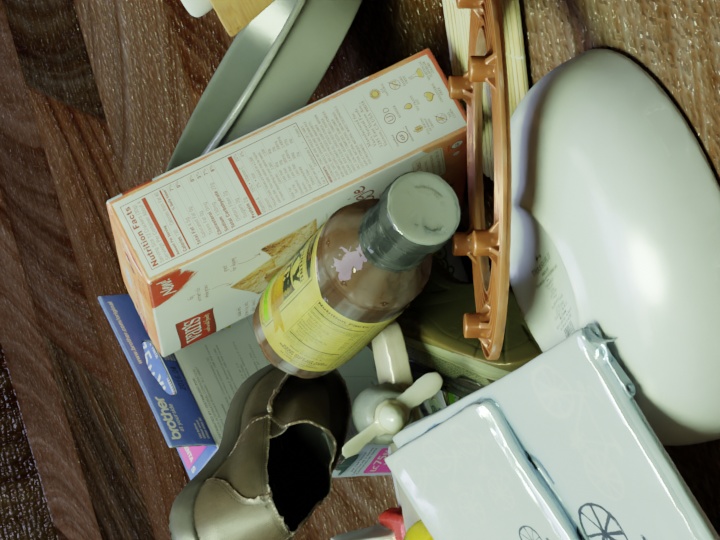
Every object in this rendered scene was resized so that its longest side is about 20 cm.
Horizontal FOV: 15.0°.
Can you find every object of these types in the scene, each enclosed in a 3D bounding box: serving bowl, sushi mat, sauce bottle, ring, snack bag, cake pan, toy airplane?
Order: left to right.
[{"bbox_3d":[-0.052,-0.119,1.606,0.037,0.201,0.200,30,168,-10],"label":"cake pan"},{"bbox_3d":[0.000,0.000,1.447,0.065,0.064,0.200,68,153,12],"label":"sauce bottle"},{"bbox_3d":[0.037,0.156,1.522,0.200,0.141,0.200,51,141,30],"label":"toy airplane"},{"bbox_3d":[0.058,-0.055,1.376,0.200,0.019,0.202,179,90,-87],"label":"ring"},{"bbox_3d":[0.064,-0.133,1.460,0.096,0.012,0.201,-131,27,-55],"label":"sushi mat"},{"bbox_3d":[0.108,0.138,1.351,0.189,0.021,0.200,59,145,2],"label":"snack bag"},{"bbox_3d":[0.117,-0.003,1.336,0.200,0.066,0.201,160,90,-74],"label":"serving bowl"}]

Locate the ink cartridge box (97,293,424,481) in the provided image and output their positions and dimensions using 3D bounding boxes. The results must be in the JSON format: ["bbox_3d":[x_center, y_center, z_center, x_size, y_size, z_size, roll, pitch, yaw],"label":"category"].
[{"bbox_3d":[-0.060,0.068,1.630,0.042,0.199,0.120,-52,52,34],"label":"ink cartridge box"}]

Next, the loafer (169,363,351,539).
[{"bbox_3d":[-0.037,0.108,1.504,0.073,0.071,0.200,60,-153,-19],"label":"loafer"}]

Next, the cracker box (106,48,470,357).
[{"bbox_3d":[-0.038,-0.035,1.529,0.058,0.199,0.134,62,171,17],"label":"cracker box"}]

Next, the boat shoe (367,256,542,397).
[{"bbox_3d":[0.039,0.036,1.574,0.200,0.072,0.066,21,138,43],"label":"boat shoe"}]

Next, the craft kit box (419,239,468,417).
[{"bbox_3d":[0.025,0.032,1.723,0.200,0.048,0.199,172,82,-74],"label":"craft kit box"}]

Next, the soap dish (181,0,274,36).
[{"bbox_3d":[-0.089,-0.259,1.548,0.158,0.081,0.200,-82,-29,-49],"label":"soap dish"}]

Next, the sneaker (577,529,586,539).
[{"bbox_3d":[0.150,0.171,1.396,0.082,0.075,0.201,10,132,49],"label":"sneaker"}]
